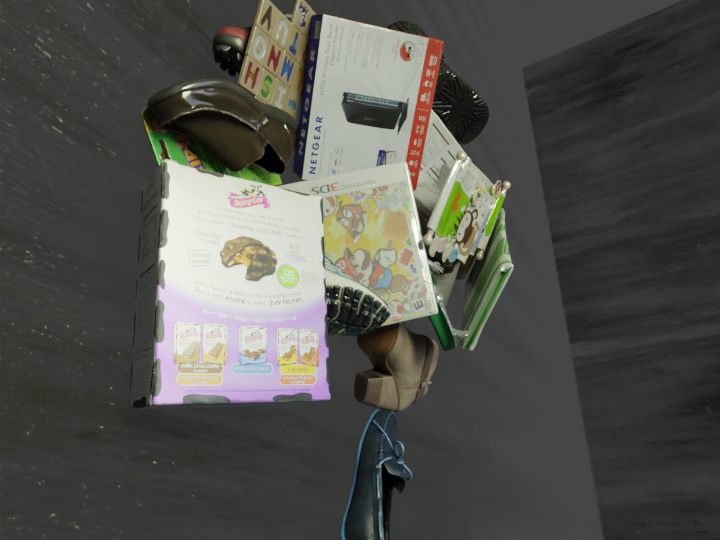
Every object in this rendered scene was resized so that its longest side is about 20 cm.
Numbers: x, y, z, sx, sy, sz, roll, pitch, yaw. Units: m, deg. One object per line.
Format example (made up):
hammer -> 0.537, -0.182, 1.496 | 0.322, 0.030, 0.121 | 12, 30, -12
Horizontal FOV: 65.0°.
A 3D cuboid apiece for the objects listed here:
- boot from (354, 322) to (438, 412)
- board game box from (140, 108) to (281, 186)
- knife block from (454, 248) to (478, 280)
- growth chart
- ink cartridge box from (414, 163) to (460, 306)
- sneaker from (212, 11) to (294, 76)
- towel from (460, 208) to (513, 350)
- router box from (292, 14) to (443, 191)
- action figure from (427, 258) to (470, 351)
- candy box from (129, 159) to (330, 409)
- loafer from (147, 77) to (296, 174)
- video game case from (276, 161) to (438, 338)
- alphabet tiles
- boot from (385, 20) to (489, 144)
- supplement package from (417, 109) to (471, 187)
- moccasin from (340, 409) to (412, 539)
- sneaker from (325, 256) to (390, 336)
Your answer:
boot -> 0.063, 0.113, 0.832 | 0.144, 0.070, 0.205 | 2, 110, -44
board game box -> -0.162, -0.130, 0.632 | 0.199, 0.029, 0.098 | -31, 104, -65
knife block -> 0.135, -0.077, 0.986 | 0.062, 0.203, 0.177 | -5, 45, -26
growth chart -> 0.149, -0.078, 0.786 | 0.198, 0.017, 0.148 | 13, 96, -56
ink cartridge box -> 0.109, -0.055, 0.896 | 0.065, 0.116, 0.204 | -3, 122, -27
sneaker -> -0.116, -0.288, 0.725 | 0.199, 0.069, 0.101 | -12, 116, -64
towel -> 0.190, 0.010, 0.853 | 0.201, 0.023, 0.155 | -65, 174, -62
router box -> 0.009, -0.218, 0.764 | 0.175, 0.049, 0.205 | 0, 110, -25
action figure -> 0.083, 0.008, 0.787 | 0.203, 0.054, 0.118 | 61, -6, 2
candy box -> -0.116, 0.020, 0.524 | 0.165, 0.071, 0.206 | 9, 71, -36
loafer -> -0.130, -0.143, 0.592 | 0.198, 0.072, 0.073 | -1, 81, -57
video game case -> -0.006, -0.026, 0.729 | 0.023, 0.177, 0.206 | 108, -29, -83
alphabet tiles -> -0.086, -0.249, 0.720 | 0.199, 0.007, 0.171 | 10, 97, -69
boot -> 0.129, -0.319, 0.959 | 0.210, 0.079, 0.159 | 31, 23, -54
supplement package -> 0.068, -0.238, 0.948 | 0.155, 0.110, 0.202 | 31, 23, -53
moccasin -> 0.033, 0.281, 0.752 | 0.081, 0.067, 0.203 | 56, 35, -39
sneaker -> -0.048, 0.006, 0.668 | 0.197, 0.078, 0.088 | 25, 40, -21
